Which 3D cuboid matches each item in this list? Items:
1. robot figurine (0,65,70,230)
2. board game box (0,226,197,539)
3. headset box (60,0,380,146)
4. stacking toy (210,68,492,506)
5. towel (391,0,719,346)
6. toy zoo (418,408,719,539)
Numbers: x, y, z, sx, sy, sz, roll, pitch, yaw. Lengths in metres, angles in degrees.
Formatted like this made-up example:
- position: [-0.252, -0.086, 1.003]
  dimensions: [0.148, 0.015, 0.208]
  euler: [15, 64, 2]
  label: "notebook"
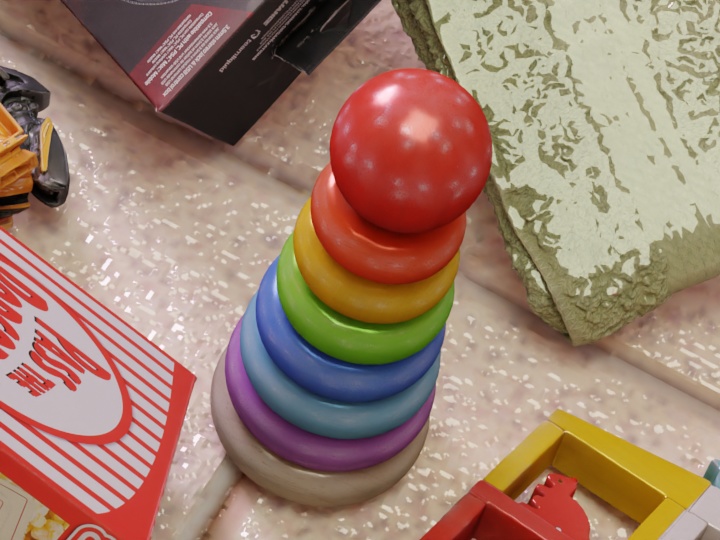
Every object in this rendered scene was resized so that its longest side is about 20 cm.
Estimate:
- position: [-0.207, -0.070, 1.010]
  dimensions: [0.145, 0.058, 0.200]
  euler: [-36, 69, -29]
  label: "robot figurine"
- position: [-0.153, 0.021, 0.882]
  dimensions: [0.200, 0.046, 0.152]
  euler: [38, 18, -11]
  label: "board game box"
- position: [-0.064, -0.161, 1.049]
  dimensions: [0.149, 0.077, 0.200]
  euler: [-45, 68, 10]
  label: "headset box"
- position: [0.000, 0.000, 0.919]
  dimensions: [0.085, 0.200, 0.086]
  euler: [6, 54, -8]
  label: "stacking toy"
- position: [0.103, -0.080, 1.059]
  dimensions: [0.148, 0.036, 0.200]
  euler: [-22, 75, -8]
  label: "towel"
- position: [0.090, 0.120, 0.936]
  dimensions: [0.131, 0.021, 0.200]
  euler: [32, 37, 16]
  label: "toy zoo"
